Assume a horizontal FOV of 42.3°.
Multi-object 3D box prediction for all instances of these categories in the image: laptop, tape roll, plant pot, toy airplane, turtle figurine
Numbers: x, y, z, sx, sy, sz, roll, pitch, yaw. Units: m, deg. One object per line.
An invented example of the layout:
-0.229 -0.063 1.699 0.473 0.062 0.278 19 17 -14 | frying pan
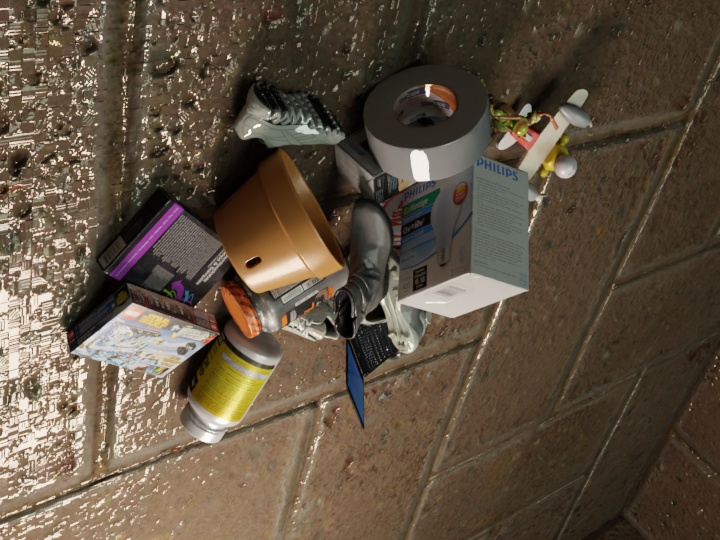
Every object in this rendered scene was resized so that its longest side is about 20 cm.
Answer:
0.037 0.186 1.884 0.199 0.103 0.179 -36 145 -14 | laptop
0.104 -0.232 1.449 0.198 0.200 0.067 -34 141 -16 | tape roll
-0.129 -0.061 1.403 0.138 0.203 0.201 -28 146 6 | plant pot
0.353 -0.230 1.771 0.197 0.141 0.203 -27 142 -24 | toy airplane
0.241 -0.271 1.592 0.197 0.161 0.065 -4 129 -45 | turtle figurine

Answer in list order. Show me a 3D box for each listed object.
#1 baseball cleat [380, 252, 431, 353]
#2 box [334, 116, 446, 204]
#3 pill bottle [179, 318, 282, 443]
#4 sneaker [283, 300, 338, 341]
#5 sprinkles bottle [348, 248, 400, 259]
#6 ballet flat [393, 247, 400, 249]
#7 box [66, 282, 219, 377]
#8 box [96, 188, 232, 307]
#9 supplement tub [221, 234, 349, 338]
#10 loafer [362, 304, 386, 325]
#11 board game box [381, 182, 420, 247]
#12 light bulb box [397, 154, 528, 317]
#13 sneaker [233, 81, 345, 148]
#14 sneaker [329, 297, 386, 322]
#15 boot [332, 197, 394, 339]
0.074 0.042 1.620 0.106 0.068 0.204 -46 136 -44 | baseball cleat
0.068 -0.200 1.523 0.198 0.117 0.061 -29 140 -21 | box
-0.228 0.192 1.600 0.111 0.112 0.202 14 114 -52 | pill bottle
-0.106 0.082 1.637 0.198 0.092 0.077 4 123 -47 | sneaker
0.070 -0.004 1.668 0.197 0.068 0.069 6 121 -39 | sprinkles bottle
0.135 -0.078 1.755 0.201 0.063 0.069 -49 173 9 | ballet flat
-0.330 0.096 1.427 0.136 0.040 0.199 -35 149 18 | box
-0.281 -0.020 1.400 0.143 0.036 0.200 -46 144 2 | box
-0.122 0.019 1.531 0.198 0.123 0.124 -31 143 -19 | supplement tub
0.048 0.062 1.686 0.198 0.069 0.072 -16 119 -45 | loafer
0.102 -0.117 1.644 0.195 0.047 0.154 -6 132 -15 | board game box
0.165 -0.052 1.506 0.123 0.205 0.197 16 156 -30 | light bulb box
-0.104 -0.216 1.372 0.198 0.076 0.081 8 134 -48 | sneaker
0.016 0.041 1.744 0.199 0.076 0.082 17 107 -56 | sneaker
0.000 0.000 1.476 0.132 0.068 0.204 -50 141 -49 | boot
